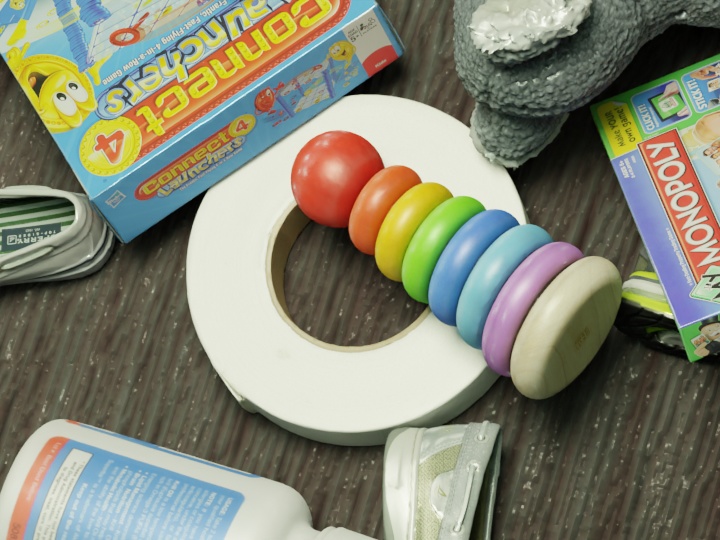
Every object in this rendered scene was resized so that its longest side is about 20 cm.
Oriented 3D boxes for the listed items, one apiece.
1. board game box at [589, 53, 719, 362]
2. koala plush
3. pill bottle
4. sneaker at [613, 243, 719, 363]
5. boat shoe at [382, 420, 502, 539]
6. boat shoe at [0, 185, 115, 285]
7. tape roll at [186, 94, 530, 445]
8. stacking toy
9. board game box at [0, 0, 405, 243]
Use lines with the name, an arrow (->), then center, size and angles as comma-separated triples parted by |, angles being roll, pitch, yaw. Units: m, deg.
board game box -> 0.212, -0.046, 1.611 | 0.134, 0.029, 0.201 | -21, 40, 4
koala plush -> 0.125, -0.159, 1.627 | 0.183, 0.178, 0.200 | 36, 68, 12
pill bottle -> -0.093, 0.159, 1.617 | 0.199, 0.112, 0.113 | 16, 77, 17
sneaker -> 0.239, 0.014, 1.616 | 0.199, 0.074, 0.081 | 14, 73, 14
boat shoe -> 0.051, 0.179, 1.603 | 0.064, 0.074, 0.203 | -9, 65, 14
boat shoe -> -0.245, -0.019, 1.728 | 0.199, 0.067, 0.074 | -14, 71, 7
tape roll -> 0.000, 0.000, 1.687 | 0.201, 0.037, 0.204 | -3, 73, 11
stacking toy -> 0.042, -0.015, 1.624 | 0.199, 0.085, 0.086 | 34, 82, 23
board game box -> -0.108, -0.149, 1.725 | 0.199, 0.056, 0.196 | -35, 58, -1
